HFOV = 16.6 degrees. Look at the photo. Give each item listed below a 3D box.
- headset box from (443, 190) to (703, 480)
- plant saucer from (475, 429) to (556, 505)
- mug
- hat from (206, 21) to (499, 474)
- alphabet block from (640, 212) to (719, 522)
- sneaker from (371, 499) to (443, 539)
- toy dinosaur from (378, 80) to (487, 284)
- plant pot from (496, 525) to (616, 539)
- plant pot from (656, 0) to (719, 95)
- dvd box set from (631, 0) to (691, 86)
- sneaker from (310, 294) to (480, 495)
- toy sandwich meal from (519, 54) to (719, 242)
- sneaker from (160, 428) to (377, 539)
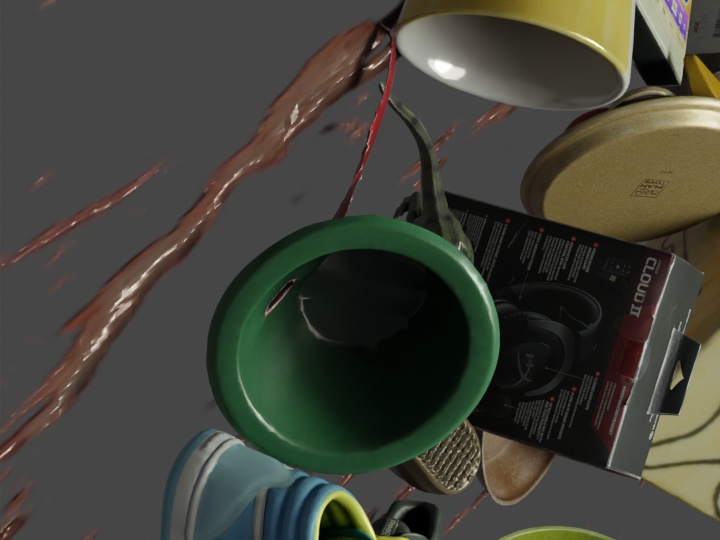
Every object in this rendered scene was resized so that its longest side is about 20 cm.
[{"bbox_3d":[0.127,0.045,1.653,0.077,0.200,0.149,24,82,-65],"label":"headset box"},{"bbox_3d":[0.122,0.076,1.860,0.200,0.037,0.201,-43,141,-49],"label":"plant saucer"},{"bbox_3d":[0.119,-0.201,1.534,0.149,0.186,0.153,22,72,-26],"label":"mug"},{"bbox_3d":[0.000,0.000,1.506,0.166,0.200,0.176,44,17,-22],"label":"hat"},{"bbox_3d":[0.310,0.061,1.918,0.200,0.195,0.197,-49,-162,32],"label":"alphabet block"},{"bbox_3d":[0.004,0.214,1.670,0.200,0.074,0.085,-38,133,-65],"label":"sneaker"},{"bbox_3d":[0.049,-0.020,1.573,0.088,0.047,0.200,68,6,-83],"label":"toy dinosaur"},{"bbox_3d":[0.148,0.336,1.941,0.187,0.187,0.200,-47,160,-44],"label":"plant pot"},{"bbox_3d":[0.317,-0.151,1.990,0.200,0.187,0.187,37,70,-50],"label":"plant pot"},{"bbox_3d":[0.212,-0.254,1.783,0.146,0.029,0.200,47,48,-59],"label":"dvd box set"},{"bbox_3d":[0.002,0.068,1.576,0.070,0.075,0.200,-48,124,-27],"label":"sneaker"},{"bbox_3d":[0.207,-0.087,1.819,0.205,0.205,0.070,57,19,-59],"label":"toy sandwich meal"},{"bbox_3d":[-0.051,0.200,1.456,0.080,0.130,0.200,-44,143,-50],"label":"sneaker"}]
